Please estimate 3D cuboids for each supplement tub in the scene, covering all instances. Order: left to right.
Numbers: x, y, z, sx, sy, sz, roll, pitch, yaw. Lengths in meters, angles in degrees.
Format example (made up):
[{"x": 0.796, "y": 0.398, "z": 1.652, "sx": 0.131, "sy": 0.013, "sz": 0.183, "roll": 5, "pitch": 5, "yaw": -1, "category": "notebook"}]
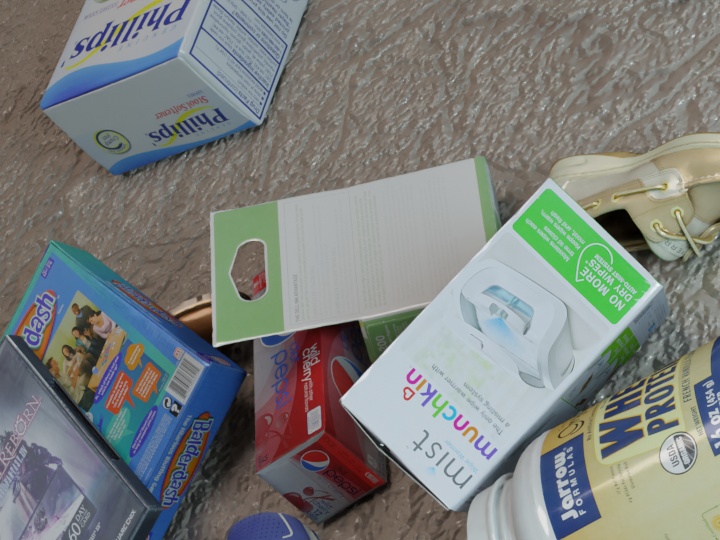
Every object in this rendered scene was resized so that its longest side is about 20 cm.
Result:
[{"x": 0.171, "y": 0.130, "z": 1.375, "sx": 0.199, "sy": 0.144, "sz": 0.145, "roll": -31, "pitch": 35, "yaw": 25, "category": "supplement tub"}]

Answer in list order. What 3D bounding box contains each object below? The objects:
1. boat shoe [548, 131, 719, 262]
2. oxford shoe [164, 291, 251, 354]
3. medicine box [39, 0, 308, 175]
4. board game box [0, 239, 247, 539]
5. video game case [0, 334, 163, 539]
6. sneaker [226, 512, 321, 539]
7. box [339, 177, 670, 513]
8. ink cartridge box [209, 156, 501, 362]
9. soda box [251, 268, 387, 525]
[{"x": 0.196, "y": -0.038, "z": 1.609, "sx": 0.199, "sy": 0.074, "sz": 0.070, "roll": -8, "pitch": 61, "yaw": 48, "category": "boat shoe"}, {"x": -0.149, "y": 0.090, "z": 1.900, "sx": 0.200, "sy": 0.071, "sz": 0.072, "roll": -41, "pitch": 51, "yaw": 21, "category": "oxford shoe"}, {"x": -0.150, "y": -0.203, "z": 2.174, "sx": 0.181, "sy": 0.103, "sz": 0.201, "roll": -17, "pitch": 42, "yaw": 41, "category": "medicine box"}, {"x": -0.188, "y": 0.090, "z": 1.858, "sx": 0.200, "sy": 0.045, "sz": 0.153, "roll": 35, "pitch": 101, "yaw": 38, "category": "board game box"}, {"x": -0.230, "y": 0.162, "z": 1.835, "sx": 0.200, "sy": 0.019, "sz": 0.143, "roll": 45, "pitch": 114, "yaw": 35, "category": "video game case"}, {"x": -0.078, "y": 0.218, "z": 1.610, "sx": 0.080, "sy": 0.115, "sz": 0.200, "roll": -30, "pitch": 35, "yaw": 24, "category": "sneaker"}, {"x": 0.092, "y": 0.052, "z": 1.513, "sx": 0.177, "sy": 0.097, "sz": 0.200, "roll": -46, "pitch": -9, "yaw": 3, "category": "box"}, {"x": 0.000, "y": 0.000, "z": 1.743, "sx": 0.199, "sy": 0.048, "sz": 0.146, "roll": -13, "pitch": 40, "yaw": 6, "category": "ink cartridge box"}, {"x": -0.029, "y": 0.073, "z": 1.753, "sx": 0.063, "sy": 0.070, "sz": 0.201, "roll": -33, "pitch": 35, "yaw": 23, "category": "soda box"}]
